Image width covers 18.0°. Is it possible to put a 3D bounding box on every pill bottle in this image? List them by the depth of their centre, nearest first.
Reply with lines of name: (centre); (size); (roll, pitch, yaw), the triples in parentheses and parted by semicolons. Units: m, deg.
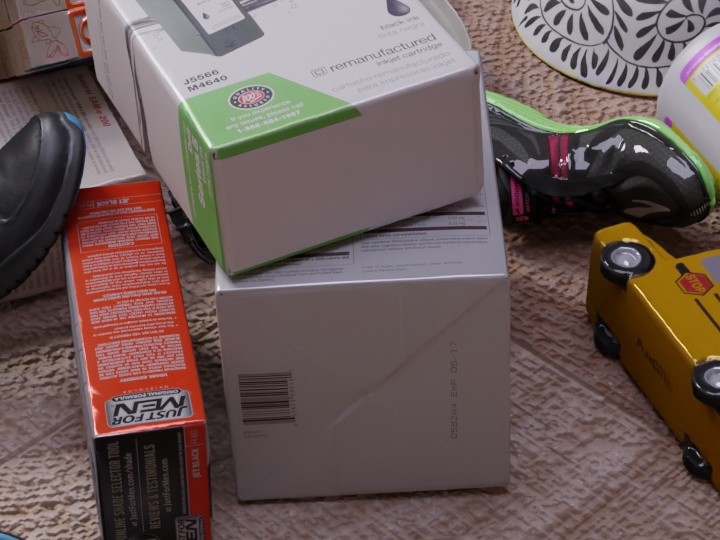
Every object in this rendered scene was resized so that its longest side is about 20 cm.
pill bottle: (0.266, -0.060, 1.344); (0.104, 0.104, 0.200); (-16, 43, -17)

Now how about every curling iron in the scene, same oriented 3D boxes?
curling iron: (-0.112, -0.090, 1.405); (0.026, 0.050, 0.200); (-27, 55, 16)

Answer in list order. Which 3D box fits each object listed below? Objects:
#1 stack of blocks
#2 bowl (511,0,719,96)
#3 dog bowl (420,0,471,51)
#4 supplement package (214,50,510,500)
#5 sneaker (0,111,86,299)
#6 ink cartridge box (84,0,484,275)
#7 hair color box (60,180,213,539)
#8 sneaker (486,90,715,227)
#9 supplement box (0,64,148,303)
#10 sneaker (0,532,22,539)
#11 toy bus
stack of blocks: (-0.202, -0.152, 1.414); (0.115, 0.059, 0.200); (-16, 6, -18)
bowl: (0.203, -0.212, 1.533); (0.201, 0.094, 0.201); (-1, 41, 1)
dog bowl: (-0.031, -0.160, 1.431); (0.200, 0.059, 0.200); (24, 28, -13)
supplement package: (0.000, 0.000, 1.241); (0.151, 0.152, 0.200); (-3, 40, 0)
sneaker: (-0.229, -0.014, 1.239); (0.200, 0.082, 0.073); (-49, 28, 5)
ink cartridge box: (-0.044, -0.103, 1.183); (0.145, 0.084, 0.200); (-19, 42, -16)
hair color box: (-0.122, 0.052, 1.223); (0.061, 0.102, 0.200); (-6, 42, -8)
sneaker: (0.119, -0.053, 1.372); (0.200, 0.077, 0.084); (11, 47, 29)
supplement box: (-0.236, -0.041, 1.354); (0.200, 0.074, 0.126); (-15, 42, -15)
sneaker: (-0.199, 0.151, 1.111); (0.200, 0.082, 0.073); (12, 43, 15)
toy bus: (0.197, 0.051, 1.245); (0.078, 0.065, 0.200); (-15, 42, -17)
